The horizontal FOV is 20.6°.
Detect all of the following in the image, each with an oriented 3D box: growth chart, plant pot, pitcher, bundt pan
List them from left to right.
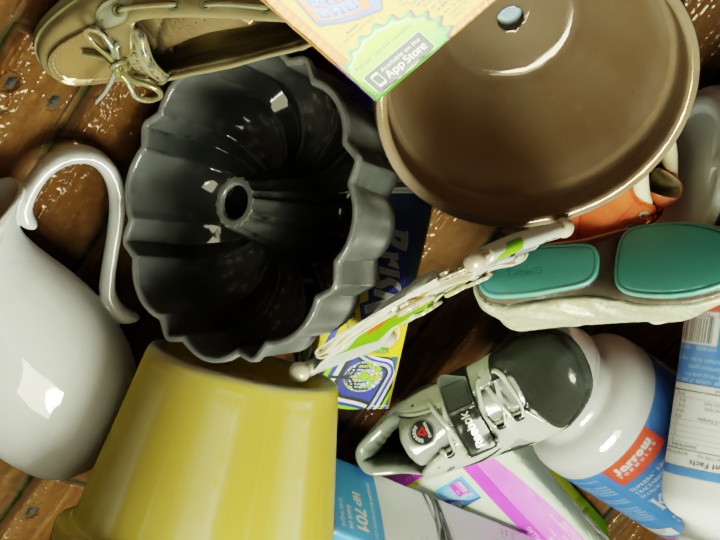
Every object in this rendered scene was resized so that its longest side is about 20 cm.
[{"bbox_3d":[-0.208,0.027,1.329,0.171,0.121,0.201,-28,117,-2],"label":"pitcher"},{"bbox_3d":[-0.096,0.152,1.294,0.199,0.201,0.191,12,96,-19],"label":"plant pot"},{"bbox_3d":[-0.055,-0.040,1.255,0.075,0.203,0.202,8,132,-50],"label":"bundt pan"},{"bbox_3d":[0.045,0.017,1.250,0.200,0.018,0.144,-33,171,40],"label":"growth chart"},{"bbox_3d":[0.101,-0.133,1.212,0.199,0.093,0.202,-5,130,-6],"label":"plant pot"}]

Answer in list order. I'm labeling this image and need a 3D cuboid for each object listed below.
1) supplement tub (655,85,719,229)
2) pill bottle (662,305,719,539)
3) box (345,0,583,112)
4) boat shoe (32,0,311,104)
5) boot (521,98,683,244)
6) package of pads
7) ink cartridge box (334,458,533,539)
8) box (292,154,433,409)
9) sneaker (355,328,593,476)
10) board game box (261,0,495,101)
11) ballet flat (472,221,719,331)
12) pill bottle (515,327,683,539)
[{"bbox_3d":[0.309,-0.048,1.347,0.198,0.123,0.123,12,126,-18],"label":"supplement tub"},{"bbox_3d":[0.269,0.119,1.371,0.111,0.112,0.202,8,89,-16],"label":"pill bottle"},{"bbox_3d":[0.073,-0.175,1.258,0.118,0.042,0.200,25,123,-27],"label":"box"},{"bbox_3d":[-0.112,-0.148,1.211,0.198,0.063,0.073,-16,146,19],"label":"boat shoe"},{"bbox_3d":[0.166,-0.037,1.334,0.106,0.075,0.201,15,137,27],"label":"boot"},{"bbox_3d":[0.087,0.200,1.541,0.154,0.068,0.200,-32,126,15],"label":"package of pads"},{"bbox_3d":[0.017,0.239,1.461,0.199,0.086,0.147,25,119,-25],"label":"ink cartridge box"},{"bbox_3d":[0.000,0.000,1.363,0.064,0.070,0.201,-1,129,-15],"label":"box"},{"bbox_3d":[0.075,0.104,1.372,0.200,0.088,0.075,-32,86,44],"label":"sneaker"},{"bbox_3d":[0.002,-0.262,1.070,0.200,0.201,0.199,-38,125,20],"label":"board game box"},{"bbox_3d":[0.171,0.008,1.302,0.198,0.068,0.062,-2,148,29],"label":"ballet flat"},{"bbox_3d":[0.195,0.116,1.464,0.199,0.113,0.112,31,117,-30],"label":"pill bottle"}]
